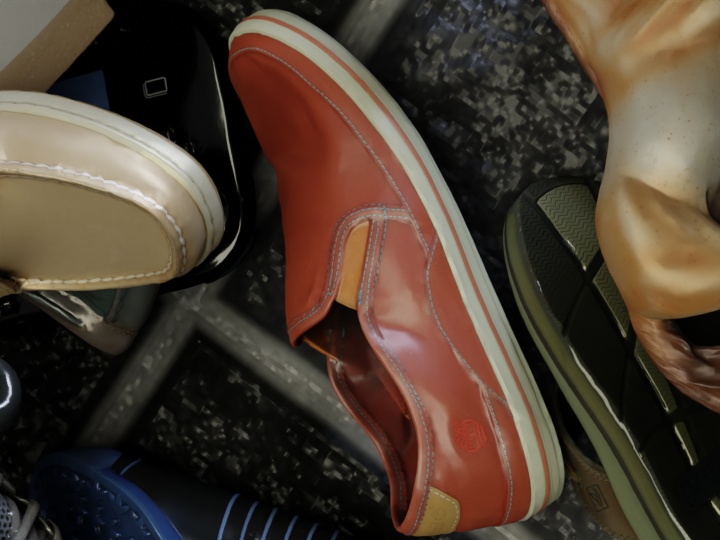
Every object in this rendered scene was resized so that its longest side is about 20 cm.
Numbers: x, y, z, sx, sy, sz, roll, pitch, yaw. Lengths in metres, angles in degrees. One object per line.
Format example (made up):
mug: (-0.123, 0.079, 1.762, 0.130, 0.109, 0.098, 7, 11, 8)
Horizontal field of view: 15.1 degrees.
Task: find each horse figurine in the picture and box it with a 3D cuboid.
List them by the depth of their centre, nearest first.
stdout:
horse figurine: (0.121, -0.038, 0.893, 0.132, 0.050, 0.200, -1, 82, 5)

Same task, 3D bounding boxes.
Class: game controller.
game controller: (-0.133, -0.030, 0.997, 0.200, 0.042, 0.104, -13, 92, 19)

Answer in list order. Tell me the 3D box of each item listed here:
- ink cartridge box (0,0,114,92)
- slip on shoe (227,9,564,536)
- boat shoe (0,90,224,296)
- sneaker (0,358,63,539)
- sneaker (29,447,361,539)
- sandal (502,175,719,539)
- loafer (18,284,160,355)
ink cartridge box: (-0.195, -0.148, 0.898, 0.165, 0.200, 0.075, 27, 67, 38)
slip on shoe: (0.000, 0.000, 0.925, 0.061, 0.074, 0.200, -21, 77, -20)
boat shoe: (-0.144, -0.015, 0.878, 0.200, 0.069, 0.074, 6, 133, 20)
sneaker: (-0.128, 0.079, 0.885, 0.200, 0.075, 0.115, 29, 129, -31)
sneaker: (-0.033, 0.118, 0.972, 0.200, 0.078, 0.070, 32, 121, 35)
sandal: (0.096, 0.063, 0.914, 0.057, 0.080, 0.201, -31, 80, 46)
loafer: (-0.160, -0.025, 0.957, 0.200, 0.072, 0.063, 17, 101, 19)
